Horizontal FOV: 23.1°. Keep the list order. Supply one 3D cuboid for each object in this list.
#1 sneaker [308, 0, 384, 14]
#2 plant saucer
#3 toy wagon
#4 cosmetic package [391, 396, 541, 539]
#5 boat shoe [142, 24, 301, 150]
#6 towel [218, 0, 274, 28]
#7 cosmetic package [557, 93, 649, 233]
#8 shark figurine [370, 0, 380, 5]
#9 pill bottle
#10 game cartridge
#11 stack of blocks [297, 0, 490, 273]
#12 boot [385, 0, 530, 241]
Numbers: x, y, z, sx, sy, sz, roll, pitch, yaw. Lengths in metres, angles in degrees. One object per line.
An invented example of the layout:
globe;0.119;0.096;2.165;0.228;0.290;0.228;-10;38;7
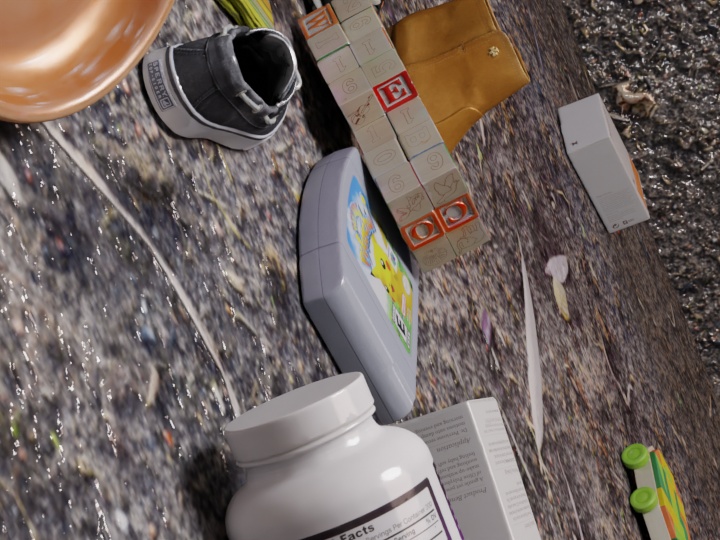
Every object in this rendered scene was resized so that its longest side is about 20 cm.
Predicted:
sneaker;0.005;-0.260;1.488;0.200;0.090;0.070;-91;156;-51
plant saucer;-0.145;-0.167;0.781;0.200;0.037;0.201;-37;136;-47
toy wagon;0.366;0.308;2.117;0.200;0.039;0.155;-93;157;-49
cosmetic package;0.057;0.188;1.064;0.085;0.107;0.201;8;64;-74
boat shoe;-0.069;-0.121;1.093;0.200;0.068;0.072;-7;77;-75
towel;-0.095;-0.255;1.279;0.086;0.018;0.200;53;22;-56
cosmetic package;0.373;-0.163;2.692;0.200;0.071;0.102;54;22;-44
shark figurine;0.028;-0.306;1.413;0.215;0.089;0.128;-47;106;-25
pill bottle;0.002;0.159;0.896;0.112;0.112;0.201;-38;107;-74
game cartridge;0.000;0.000;1.246;0.134;0.040;0.200;57;19;-28
stack of blocks;0.024;-0.109;1.338;0.115;0.058;0.200;59;6;-46
boot;0.075;-0.127;1.460;0.071;0.144;0.202;24;47;-68
